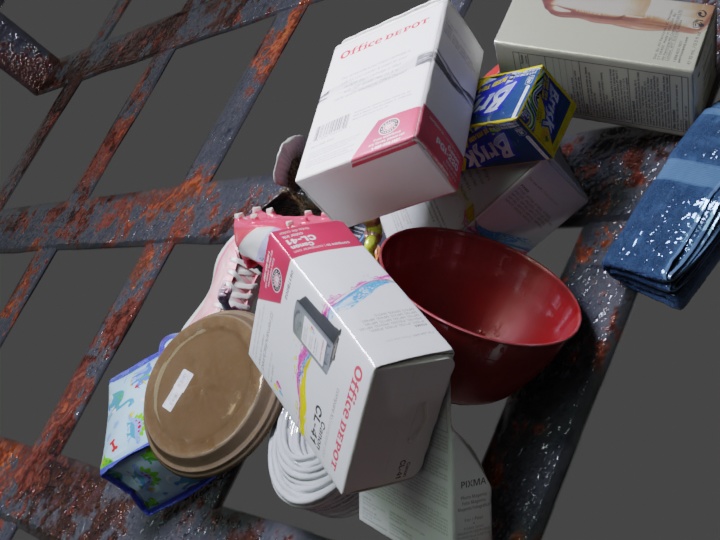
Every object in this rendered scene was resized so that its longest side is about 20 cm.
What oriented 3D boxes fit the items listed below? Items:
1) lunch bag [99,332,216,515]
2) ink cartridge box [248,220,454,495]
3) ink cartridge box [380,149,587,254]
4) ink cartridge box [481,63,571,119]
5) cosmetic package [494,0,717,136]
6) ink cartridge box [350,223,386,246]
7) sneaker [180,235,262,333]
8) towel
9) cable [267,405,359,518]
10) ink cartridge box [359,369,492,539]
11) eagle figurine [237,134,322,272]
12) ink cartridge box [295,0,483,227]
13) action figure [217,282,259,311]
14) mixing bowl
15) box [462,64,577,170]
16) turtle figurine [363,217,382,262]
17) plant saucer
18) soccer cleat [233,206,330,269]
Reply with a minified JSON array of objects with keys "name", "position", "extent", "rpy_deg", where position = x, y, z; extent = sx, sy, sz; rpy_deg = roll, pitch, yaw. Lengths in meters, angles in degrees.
[{"name":"lunch bag","position":[-0.217,0.175,1.455],"extent":[0.199,0.128,0.171],"rpy_deg":[-28,37,16]},{"name":"ink cartridge box","position":[-0.015,0.073,1.039],"extent":[0.200,0.085,0.149],"rpy_deg":[51,138,43]},{"name":"ink cartridge box","position":[0.126,-0.069,1.255],"extent":[0.200,0.085,0.148],"rpy_deg":[-40,33,17]},{"name":"ink cartridge box","position":[0.157,-0.197,1.400],"extent":[0.161,0.050,0.201],"rpy_deg":[-39,35,22]},{"name":"cosmetic package","position":[0.243,-0.209,1.158],"extent":[0.198,0.104,0.088],"rpy_deg":[14,63,23]},{"name":"ink cartridge box","position":[0.029,-0.052,1.432],"extent":[0.099,0.039,0.201],"rpy_deg":[17,73,57]},{"name":"sneaker","position":[-0.168,0.043,1.561],"extent":[0.202,0.075,0.105],"rpy_deg":[-60,26,2]},{"name":"towel","position":[0.304,-0.068,1.063],"extent":[0.201,0.048,0.111],"rpy_deg":[-56,30,-5]},{"name":"cable","position":[-0.017,0.163,1.240],"extent":[0.199,0.069,0.201],"rpy_deg":[6,64,56]},{"name":"ink cartridge box","position":[0.055,0.154,1.065],"extent":[0.162,0.056,0.203],"rpy_deg":[14,104,58]},{"name":"eagle figurine","position":[-0.073,-0.083,1.501],"extent":[0.199,0.150,0.153],"rpy_deg":[-12,83,56]},{"name":"ink cartridge box","position":[0.032,-0.155,1.154],"extent":[0.144,0.085,0.202],"rpy_deg":[-16,45,33]},{"name":"action figure","position":[-0.094,0.067,1.448],"extent":[0.133,0.150,0.200],"rpy_deg":[-20,13,-2]},{"name":"mixing bowl","position":[0.097,0.055,1.110],"extent":[0.201,0.198,0.109],"rpy_deg":[-112,36,-56]},{"name":"box","position":[0.118,-0.148,1.190],"extent":[0.199,0.064,0.071],"rpy_deg":[-2,54,52]},{"name":"turtle figurine","position":[0.000,0.000,1.236],"extent":[0.161,0.064,0.202],"rpy_deg":[117,166,-83]},{"name":"plant saucer","position":[-0.171,0.134,1.328],"extent":[0.198,0.029,0.202],"rpy_deg":[-16,58,26]},{"name":"soccer cleat","position":[-0.078,-0.029,1.382],"extent":[0.066,0.077,0.199],"rpy_deg":[-25,24,-38]}]
